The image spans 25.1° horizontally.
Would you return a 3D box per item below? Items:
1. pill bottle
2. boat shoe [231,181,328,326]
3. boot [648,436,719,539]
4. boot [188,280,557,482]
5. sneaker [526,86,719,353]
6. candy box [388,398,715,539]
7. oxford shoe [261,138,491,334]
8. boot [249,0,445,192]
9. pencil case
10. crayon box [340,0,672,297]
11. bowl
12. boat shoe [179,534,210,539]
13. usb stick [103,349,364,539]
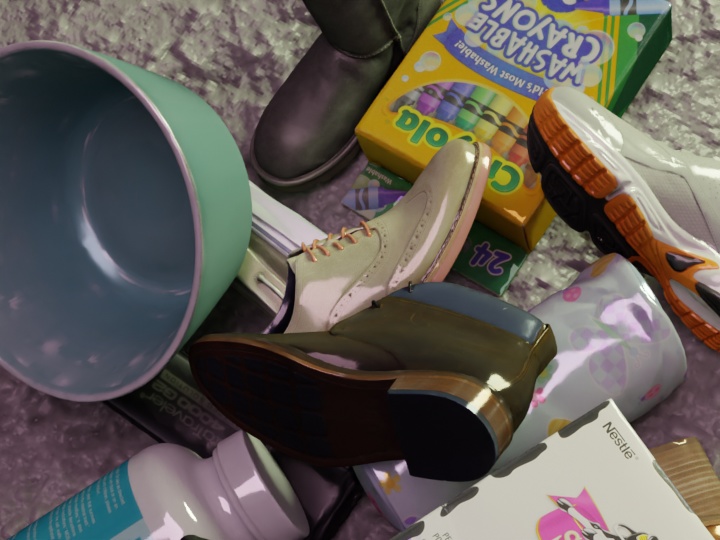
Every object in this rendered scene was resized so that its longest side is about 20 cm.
[{"bbox_3d":[-0.129,0.170,0.895,0.199,0.111,0.111,-34,67,4],"label":"pill bottle"},{"bbox_3d":[-0.085,-0.024,0.986,0.199,0.072,0.062,32,78,17],"label":"boat shoe"},{"bbox_3d":[0.125,0.194,0.873,0.199,0.077,0.156,-18,72,-3],"label":"boot"},{"bbox_3d":[0.008,0.052,0.866,0.199,0.075,0.097,12,36,32],"label":"boot"},{"bbox_3d":[0.183,-0.041,0.926,0.200,0.076,0.092,44,68,-5],"label":"sneaker"},{"bbox_3d":[0.087,0.187,0.782,0.199,0.072,0.168,-30,71,-19],"label":"candy box"},{"bbox_3d":[0.000,0.000,0.917,0.074,0.071,0.201,35,89,-11],"label":"oxford shoe"},{"bbox_3d":[-0.023,-0.157,0.951,0.072,0.200,0.182,33,79,21],"label":"boot"},{"bbox_3d":[0.085,0.071,0.906,0.199,0.083,0.091,-32,61,-5],"label":"pencil case"},{"bbox_3d":[0.087,-0.102,0.990,0.125,0.052,0.201,30,79,20],"label":"crayon box"},{"bbox_3d":[-0.141,-0.036,0.924,0.200,0.105,0.202,9,107,29],"label":"bowl"},{"bbox_3d":[-0.111,0.225,0.821,0.063,0.074,0.202,27,98,-20],"label":"boat shoe"},{"bbox_3d":[-0.088,0.093,0.966,0.199,0.033,0.056,32,86,20],"label":"usb stick"}]
